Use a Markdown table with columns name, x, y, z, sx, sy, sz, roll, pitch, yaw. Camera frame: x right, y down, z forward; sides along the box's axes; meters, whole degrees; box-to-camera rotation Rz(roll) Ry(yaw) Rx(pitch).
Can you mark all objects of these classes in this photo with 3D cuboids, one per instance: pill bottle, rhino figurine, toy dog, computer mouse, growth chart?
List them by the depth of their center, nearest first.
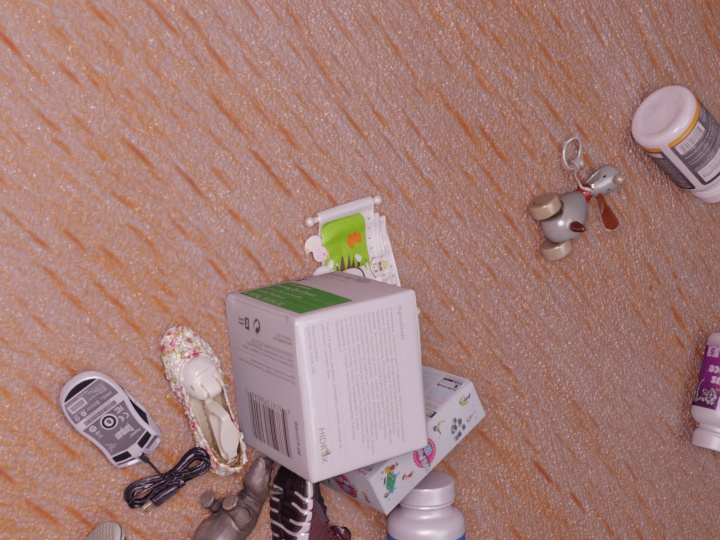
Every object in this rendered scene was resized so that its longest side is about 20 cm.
| name | x | y | z | sx | sy | sz | roll | pitch | yaw |
| --- | --- | --- | --- | --- | --- | --- | --- | --- | --- |
| computer mouse | -0.270 | 0.187 | 1.267 | 0.109 | 0.044 | 0.201 | -34 | 116 | -1 |
| rhino figurine | -0.161 | 0.306 | 1.356 | 0.201 | 0.059 | 0.088 | -51 | 141 | -22 |
| growth chart | 0.000 | 0.000 | 1.473 | 0.144 | 0.018 | 0.202 | -29 | 111 | -30 |
| pill bottle | 0.092 | 0.391 | 1.526 | 0.111 | 0.112 | 0.203 | -8 | 100 | -36 |
| toy dog | 0.345 | -0.102 | 1.671 | 0.132 | 0.096 | 0.201 | 44 | 69 | -32 |
| pill bottle | 0.543 | -0.203 | 1.799 | 0.199 | 0.116 | 0.117 | 36 | 74 | -35 |
| pill bottle | 0.647 | 0.220 | 1.925 | 0.111 | 0.112 | 0.203 | 19 | 83 | -36 |

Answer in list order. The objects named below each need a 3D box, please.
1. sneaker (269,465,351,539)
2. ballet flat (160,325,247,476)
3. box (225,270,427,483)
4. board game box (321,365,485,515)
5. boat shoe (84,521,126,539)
| name | x | y | z | sx | sy | sz | roll | pitch | yaw |
| --- | --- | --- | --- | --- | --- | --- | --- | --- | --- |
| sneaker | -0.057 | 0.331 | 1.440 | 0.114 | 0.075 | 0.203 | -5 | 109 | -41 |
| ballet flat | -0.181 | 0.159 | 1.325 | 0.075 | 0.064 | 0.202 | -31 | 112 | -29 |
| box | -0.043 | 0.121 | 1.335 | 0.169 | 0.198 | 0.203 | -11 | 102 | -30 |
| board game box | 0.045 | 0.215 | 1.450 | 0.199 | 0.147 | 0.065 | -40 | 119 | -26 |
| boat shoe | -0.303 | 0.386 | 1.255 | 0.062 | 0.074 | 0.203 | 14 | 91 | -42 |
